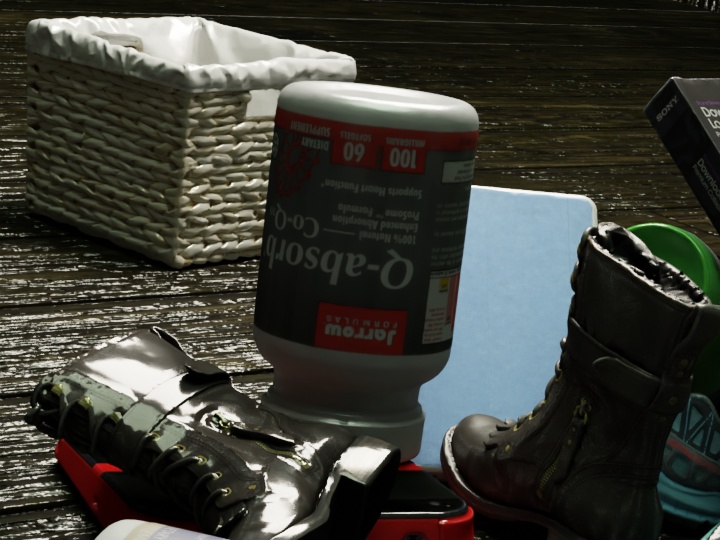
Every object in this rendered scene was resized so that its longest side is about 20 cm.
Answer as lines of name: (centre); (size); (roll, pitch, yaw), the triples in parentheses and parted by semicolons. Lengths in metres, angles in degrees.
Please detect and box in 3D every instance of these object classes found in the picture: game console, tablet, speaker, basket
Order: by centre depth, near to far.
game console: (-0.052, 0.121, 1.194); (0.198, 0.031, 0.177); (3, 10, -23)
tablet: (0.084, 0.037, 1.339); (0.129, 0.202, 0.014); (5, -31, -7)
speaker: (0.194, 0.042, 1.342); (0.088, 0.089, 0.200); (14, -15, 24)
basket: (-0.143, -0.110, 1.762); (0.199, 0.162, 0.197); (20, 19, 38)

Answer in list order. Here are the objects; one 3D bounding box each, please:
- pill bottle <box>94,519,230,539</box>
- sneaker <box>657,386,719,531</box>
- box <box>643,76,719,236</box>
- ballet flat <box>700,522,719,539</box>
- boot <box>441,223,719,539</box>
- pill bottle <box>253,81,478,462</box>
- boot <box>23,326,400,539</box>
pill bottle: (-0.014, 0.169, 0.847); (0.198, 0.112, 0.111); (11, 14, 12)
sneaker: (0.253, 0.098, 1.298); (0.198, 0.096, 0.079); (-1, 17, -32)
box: (0.264, -0.027, 1.284); (0.142, 0.036, 0.201); (-4, 59, -42)
ballet flat: (0.220, 0.135, 1.141); (0.068, 0.068, 0.200); (12, 38, 24)
boot: (0.120, 0.059, 1.186); (0.069, 0.176, 0.200); (-1, 18, -31)
pill bottle: (0.000, 0.000, 1.241); (0.115, 0.202, 0.116); (6, 9, -1)
boot: (-0.089, 0.101, 1.070); (0.173, 0.070, 0.200); (24, 26, 15)
